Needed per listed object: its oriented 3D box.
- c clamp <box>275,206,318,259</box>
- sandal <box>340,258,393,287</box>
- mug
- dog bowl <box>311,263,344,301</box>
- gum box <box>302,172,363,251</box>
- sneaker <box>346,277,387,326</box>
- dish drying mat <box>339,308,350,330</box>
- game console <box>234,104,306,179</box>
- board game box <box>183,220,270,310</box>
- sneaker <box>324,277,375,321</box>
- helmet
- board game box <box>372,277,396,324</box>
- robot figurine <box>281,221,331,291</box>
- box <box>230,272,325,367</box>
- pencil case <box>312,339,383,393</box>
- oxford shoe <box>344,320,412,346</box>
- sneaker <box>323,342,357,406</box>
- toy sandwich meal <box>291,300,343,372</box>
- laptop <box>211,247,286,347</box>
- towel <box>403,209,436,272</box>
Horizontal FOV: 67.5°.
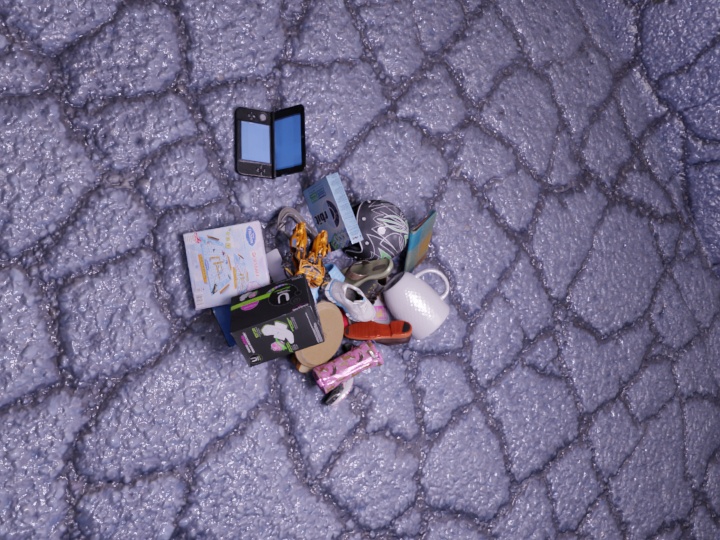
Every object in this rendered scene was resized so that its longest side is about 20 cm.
[{"bbox_3d":[-0.172,-0.088,1.540,0.200,0.027,0.171,50,38,-8],"label":"c clamp"},{"bbox_3d":[0.001,-0.001,1.580,0.057,0.200,0.080,45,34,-44],"label":"sandal"},{"bbox_3d":[0.176,0.079,1.619,0.200,0.148,0.175,-41,101,10],"label":"mug"},{"bbox_3d":[-0.136,0.046,1.521,0.200,0.111,0.050,-37,114,-29],"label":"dog bowl"},{"bbox_3d":[-0.082,-0.161,1.556,0.044,0.170,0.201,-23,94,-30],"label":"gum box"},{"bbox_3d":[0.020,0.084,1.607,0.075,0.106,0.202,14,75,-45],"label":"sneaker"},{"bbox_3d":[-0.112,0.160,1.577,0.199,0.018,0.077,-9,86,-31],"label":"dish drying mat"},{"bbox_3d":[-0.255,-0.371,1.518,0.170,0.118,0.202,2,81,-30],"label":"game console"},{"bbox_3d":[-0.344,-0.013,1.404,0.198,0.041,0.202,-10,87,-2],"label":"board game box"},{"bbox_3d":[-0.010,0.090,1.500,0.200,0.086,0.075,37,66,-42],"label":"sneaker"},{"bbox_3d":[0.049,-0.119,1.610,0.199,0.190,0.202,8,75,-32],"label":"helmet"},{"bbox_3d":[0.114,0.105,1.706,0.199,0.040,0.154,13,76,-28],"label":"board game box"},{"bbox_3d":[-0.140,-0.036,1.454,0.144,0.058,0.201,18,43,-22],"label":"robot figurine"},{"bbox_3d":[-0.207,0.121,1.334,0.199,0.149,0.125,-19,125,-2],"label":"box"},{"bbox_3d":[-0.036,0.267,1.493,0.199,0.087,0.083,-24,56,-17],"label":"pencil case"},{"bbox_3d":[0.052,0.194,1.578,0.198,0.073,0.071,0,43,5],"label":"oxford shoe"},{"bbox_3d":[-0.060,0.298,1.565,0.086,0.080,0.201,35,59,-6],"label":"sneaker"},{"bbox_3d":[-0.126,0.179,1.497,0.204,0.070,0.207,-19,116,-44],"label":"toy sandwich meal"},{"bbox_3d":[-0.282,0.071,1.430,0.188,0.199,0.116,65,26,-1],"label":"laptop"},{"bbox_3d":[0.182,-0.080,1.697,0.022,0.201,0.147,29,48,21],"label":"towel"}]
